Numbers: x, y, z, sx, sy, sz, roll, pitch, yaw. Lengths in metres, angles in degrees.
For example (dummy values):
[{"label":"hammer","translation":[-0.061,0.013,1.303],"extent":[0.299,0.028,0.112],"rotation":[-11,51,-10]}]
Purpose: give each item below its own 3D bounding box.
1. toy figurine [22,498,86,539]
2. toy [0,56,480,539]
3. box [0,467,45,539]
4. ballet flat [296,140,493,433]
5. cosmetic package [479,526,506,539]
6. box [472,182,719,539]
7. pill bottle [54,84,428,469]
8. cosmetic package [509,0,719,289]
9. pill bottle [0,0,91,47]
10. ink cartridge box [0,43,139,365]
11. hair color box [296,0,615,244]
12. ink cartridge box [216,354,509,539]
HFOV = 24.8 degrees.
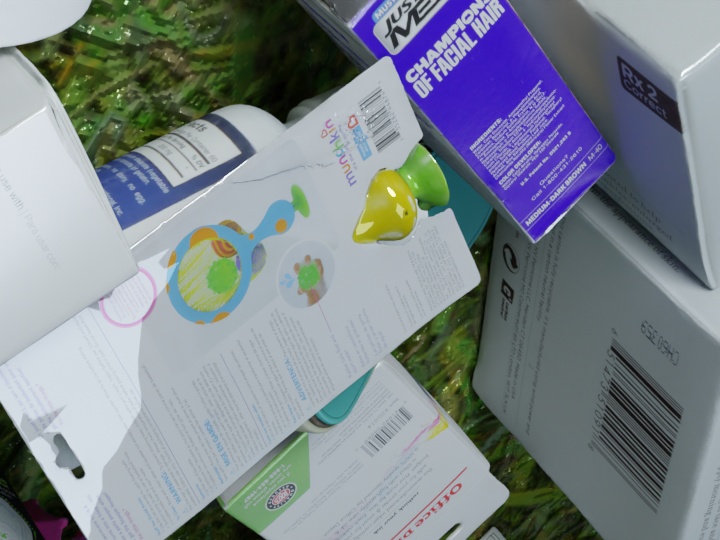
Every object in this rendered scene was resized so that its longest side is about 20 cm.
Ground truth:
[{"label":"toy figurine","translation":[-0.135,0.200,0.834],"extent":[0.199,0.149,0.186],"rotation":[-31,110,-43]},{"label":"toy","translation":[-0.051,0.013,0.652],"extent":[0.199,0.047,0.116],"rotation":[-36,123,-17]},{"label":"box","translation":[-0.211,0.155,0.680],"extent":[0.149,0.200,0.124],"rotation":[-46,141,4]},{"label":"ballet flat","translation":[0.000,0.000,0.831],"extent":[0.200,0.069,0.070],"rotation":[-52,151,-34]},{"label":"cosmetic package","translation":[0.113,0.267,1.200],"extent":[0.082,0.051,0.200],"rotation":[-41,142,-2]},{"label":"box","translation":[0.175,0.035,0.921],"extent":[0.130,0.200,0.201],"rotation":[-19,136,-25]},{"label":"pill bottle","translation":[-0.073,-0.005,0.730],"extent":[0.199,0.111,0.112],"rotation":[-28,140,-19]},{"label":"cosmetic package","translation":[0.183,-0.139,0.796],"extent":[0.199,0.165,0.166],"rotation":[-37,142,-8]},{"label":"pill bottle","translation":[-0.122,-0.181,0.519],"extent":[0.115,0.116,0.202],"rotation":[-14,133,-33]},{"label":"ink cartridge box","translation":[-0.197,-0.004,0.580],"extent":[0.199,0.146,0.083],"rotation":[-34,129,-12]},{"label":"hair color box","translation":[0.030,-0.104,0.734],"extent":[0.065,0.109,0.200],"rotation":[-46,143,3]},{"label":"ink cartridge box","translation":[-0.004,0.110,0.934],"extent":[0.117,0.067,0.200],"rotation":[-43,142,0]}]
